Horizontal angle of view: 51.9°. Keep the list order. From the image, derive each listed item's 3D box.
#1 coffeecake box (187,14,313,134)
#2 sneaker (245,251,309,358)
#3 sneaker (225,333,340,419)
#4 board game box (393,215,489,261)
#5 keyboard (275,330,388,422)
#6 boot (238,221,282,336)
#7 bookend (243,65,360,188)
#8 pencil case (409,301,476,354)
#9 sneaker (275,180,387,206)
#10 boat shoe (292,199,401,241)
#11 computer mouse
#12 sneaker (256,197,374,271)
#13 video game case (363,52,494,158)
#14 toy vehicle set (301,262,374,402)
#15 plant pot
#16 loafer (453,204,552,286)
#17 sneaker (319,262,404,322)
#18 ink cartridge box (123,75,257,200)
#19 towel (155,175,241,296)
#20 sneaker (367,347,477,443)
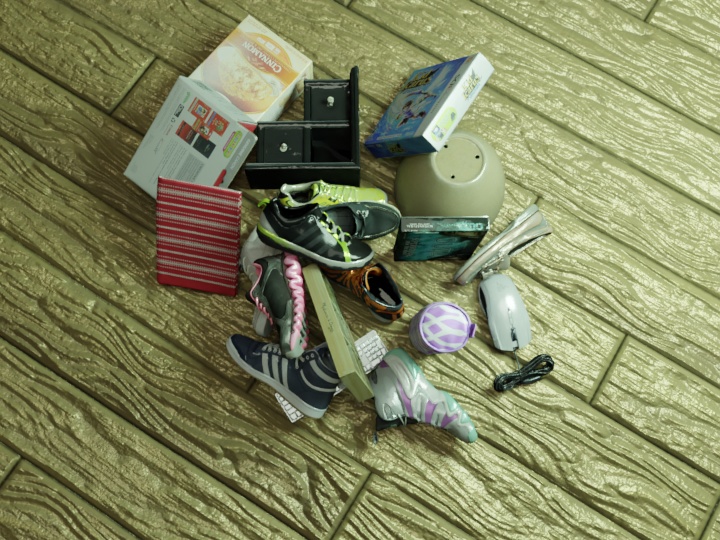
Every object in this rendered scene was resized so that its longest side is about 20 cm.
[{"bbox_3d":[-0.208,-0.338,1.350,0.153,0.073,0.200,38,78,8],"label":"coffeecake box"},{"bbox_3d":[-0.133,0.053,1.165,0.095,0.079,0.200,-8,53,-1],"label":"sneaker"},{"bbox_3d":[-0.117,0.139,1.192,0.200,0.070,0.109,36,111,9],"label":"sneaker"},{"bbox_3d":[0.126,-0.050,1.209,0.135,0.200,0.028,-1,78,0],"label":"board game box"},{"bbox_3d":[-0.045,0.177,1.243,0.200,0.011,0.056,-32,77,-9],"label":"keyboard"},{"bbox_3d":[-0.168,0.011,1.263,0.095,0.074,0.200,15,67,10],"label":"boot"},{"bbox_3d":[-0.099,-0.253,1.318,0.198,0.092,0.200,0,74,0],"label":"bookend"},{"bbox_3d":[0.125,0.095,1.175,0.085,0.200,0.084,16,85,2],"label":"pencil case"},{"bbox_3d":[-0.051,-0.117,1.286,0.200,0.076,0.075,-5,64,-4],"label":"sneaker"},{"bbox_3d":[-0.023,-0.080,1.241,0.199,0.066,0.075,5,107,-13],"label":"boat shoe"},{"bbox_3d":[0.251,0.097,1.251,0.110,0.044,0.200,-15,75,-4],"label":"computer mouse"},{"bbox_3d":[-0.068,-0.062,1.163,0.200,0.072,0.083,15,119,-10],"label":"sneaker"},{"bbox_3d":[0.112,-0.281,1.279,0.045,0.200,0.181,41,75,-26],"label":"video game case"},{"bbox_3d":[-0.036,0.099,1.180,0.026,0.124,0.200,-23,61,3],"label":"toy vehicle set"},{"bbox_3d":[0.161,-0.165,1.276,0.200,0.134,0.201,0,74,-1],"label":"plant pot"},{"bbox_3d":[0.250,-0.034,1.275,0.200,0.072,0.063,-40,82,-14],"label":"loafer"},{"bbox_3d":[0.000,0.000,1.239,0.200,0.112,0.078,38,77,10],"label":"sneaker"},{"bbox_3d":[-0.274,-0.195,1.264,0.176,0.084,0.200,39,106,9],"label":"ink cartridge box"},{"bbox_3d":[-0.270,-0.053,1.233,0.144,0.022,0.200,10,118,3],"label":"towel"},{"bbox_3d":[0.080,0.239,1.199,0.140,0.078,0.200,-44,70,-10],"label":"sneaker"}]
